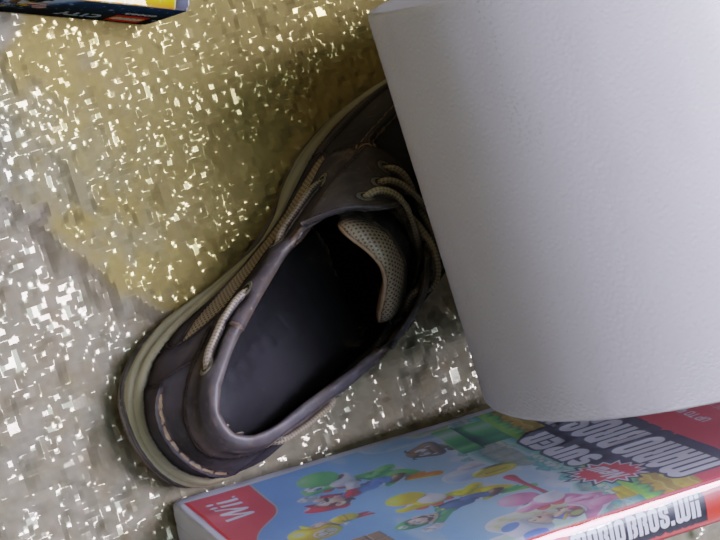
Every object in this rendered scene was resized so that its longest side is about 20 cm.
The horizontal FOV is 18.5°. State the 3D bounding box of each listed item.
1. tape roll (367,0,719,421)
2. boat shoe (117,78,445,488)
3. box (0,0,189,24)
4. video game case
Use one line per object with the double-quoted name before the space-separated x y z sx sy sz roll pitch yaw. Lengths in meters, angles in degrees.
"tape roll" 0.117 -0.049 0.732 0.202 0.202 0.140 -23 101 -30
"boat shoe" 0.000 0.000 0.788 0.075 0.073 0.200 47 66 -20
"box" -0.152 -0.159 0.728 0.199 0.038 0.137 3 86 -31
"video game case" 0.049 0.074 0.750 0.199 0.143 0.018 -15 103 -18
